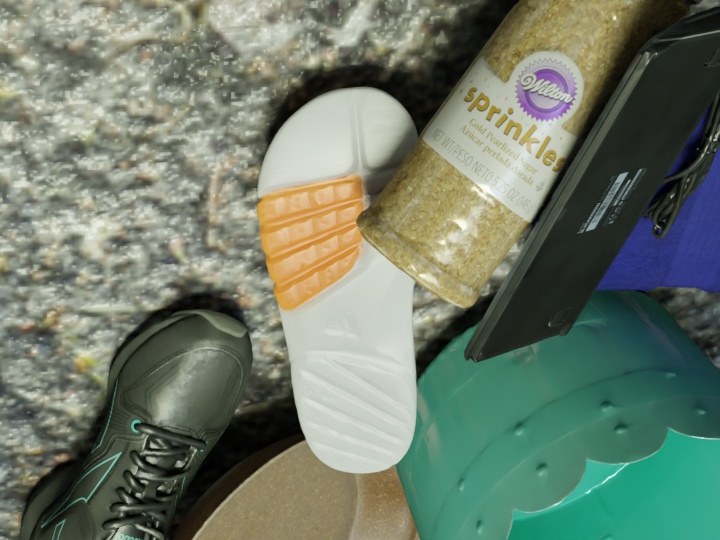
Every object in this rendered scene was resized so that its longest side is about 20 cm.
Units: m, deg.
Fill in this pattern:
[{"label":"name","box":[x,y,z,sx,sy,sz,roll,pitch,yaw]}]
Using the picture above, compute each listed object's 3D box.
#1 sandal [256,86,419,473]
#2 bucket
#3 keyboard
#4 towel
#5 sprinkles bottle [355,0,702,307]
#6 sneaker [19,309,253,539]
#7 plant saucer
[{"label":"sandal","box":[-0.008,0.001,1.050,0.079,0.059,0.208,0,118,1]},{"label":"bucket","box":[0.121,0.117,1.121,0.206,0.135,0.208,-13,133,-14]},{"label":"keyboard","box":[0.124,-0.041,0.985,0.127,0.021,0.201,-15,145,-43]},{"label":"towel","box":[0.187,-0.051,1.069,0.198,0.050,0.148,2,133,-14]},{"label":"sprinkles bottle","box":[0.081,-0.080,0.960,0.068,0.068,0.200,31,99,-34]},{"label":"sneaker","box":[-0.110,0.107,1.107,0.075,0.079,0.200,18,122,-26]},{"label":"plant saucer","box":[-0.048,0.162,1.155,0.200,0.037,0.201,-30,137,-32]}]
